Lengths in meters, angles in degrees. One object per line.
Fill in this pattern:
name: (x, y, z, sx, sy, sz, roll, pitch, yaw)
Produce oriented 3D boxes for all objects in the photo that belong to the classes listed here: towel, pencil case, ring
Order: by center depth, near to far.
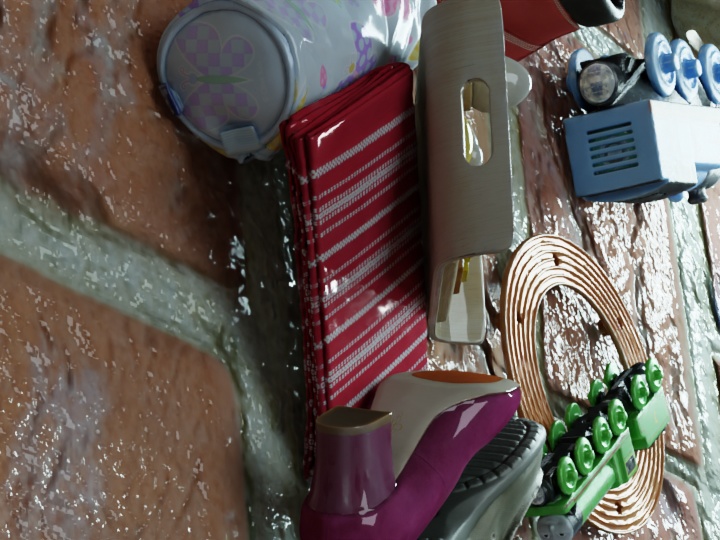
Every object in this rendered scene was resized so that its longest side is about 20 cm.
towel: (0.000, 0.000, 1.140, 0.145, 0.022, 0.201, -39, 129, -59)
pencil case: (-0.028, -0.124, 1.170, 0.091, 0.083, 0.200, 62, 31, -6)
ring: (0.141, 0.074, 1.392, 0.200, 0.019, 0.202, 33, 47, -44)

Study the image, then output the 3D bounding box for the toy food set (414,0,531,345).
toy food set: (0.065, -0.051, 1.213, 0.200, 0.060, 0.144, 90, -2, -73)

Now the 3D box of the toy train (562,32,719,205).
toy train: (0.212, -0.105, 1.552, 0.200, 0.086, 0.115, -1, 83, -61)

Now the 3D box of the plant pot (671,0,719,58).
plant pot: (0.341, -0.259, 1.763, 0.201, 0.200, 0.184, 52, 46, -27)

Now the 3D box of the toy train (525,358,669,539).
toy train: (0.145, 0.110, 1.324, 0.200, 0.042, 0.057, -38, 116, -57)

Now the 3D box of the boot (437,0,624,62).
boot: (0.073, -0.199, 1.317, 0.200, 0.144, 0.073, 34, 47, -43)

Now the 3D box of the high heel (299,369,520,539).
high heel: (0.027, 0.108, 1.122, 0.200, 0.067, 0.097, -12, 107, -56)

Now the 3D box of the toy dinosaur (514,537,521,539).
toy dinosaur: (0.062, 0.233, 1.079, 0.135, 0.085, 0.201, 11, 81, -57)

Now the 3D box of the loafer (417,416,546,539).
loafer: (0.043, 0.144, 1.156, 0.200, 0.075, 0.070, -44, 134, -48)
